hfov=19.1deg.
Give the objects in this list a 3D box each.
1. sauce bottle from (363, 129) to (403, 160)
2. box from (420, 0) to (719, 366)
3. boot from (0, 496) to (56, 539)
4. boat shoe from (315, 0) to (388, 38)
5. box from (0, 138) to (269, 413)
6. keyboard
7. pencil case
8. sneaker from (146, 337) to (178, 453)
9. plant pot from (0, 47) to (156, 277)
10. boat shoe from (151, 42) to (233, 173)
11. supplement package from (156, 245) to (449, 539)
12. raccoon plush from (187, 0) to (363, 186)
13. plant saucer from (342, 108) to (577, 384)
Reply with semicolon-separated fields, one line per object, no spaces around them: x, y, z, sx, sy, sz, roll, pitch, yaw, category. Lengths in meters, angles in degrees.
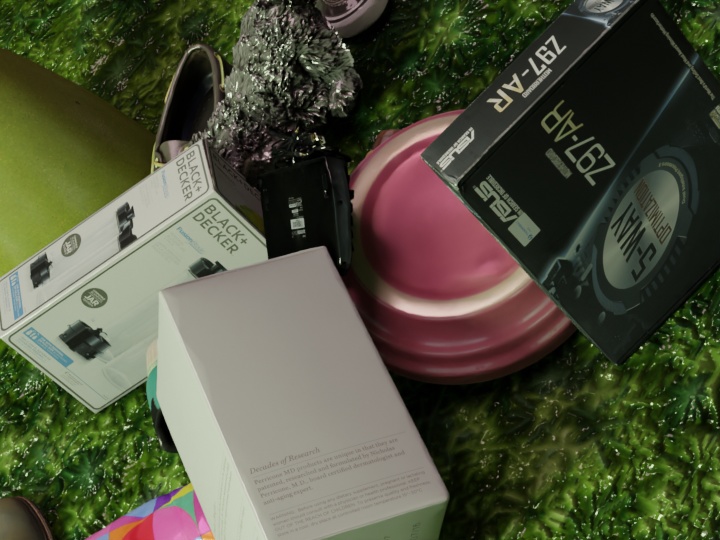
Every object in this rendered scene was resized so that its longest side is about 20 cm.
0.000;0.000;1.468;0.064;0.065;0.201;5;63;43;sauce bottle
0.152;-0.059;1.277;0.160;0.200;0.044;-44;39;1;box
-0.262;0.221;1.481;0.074;0.097;0.201;-29;43;19;boot
-0.031;-0.262;1.713;0.070;0.064;0.201;-34;41;13;boat shoe
-0.154;0.006;1.555;0.199;0.117;0.060;-32;41;14;box
-0.027;-0.047;1.422;0.200;0.039;0.105;178;86;-73;keyboard
-0.141;0.193;1.412;0.199;0.088;0.089;-26;43;19;pencil case
-0.092;0.065;1.456;0.200;0.071;0.081;136;135;-56;sneaker
-0.276;-0.089;1.675;0.186;0.200;0.188;-23;45;25;plant pot
-0.133;-0.085;1.655;0.071;0.061;0.202;-14;49;31;boat shoe
-0.040;0.106;1.306;0.116;0.117;0.201;-15;55;-17;supplement package
-0.091;-0.155;1.585;0.134;0.201;0.097;-34;19;-18;raccoon plush
0.065;-0.026;1.393;0.199;0.051;0.202;-8;60;13;plant saucer
